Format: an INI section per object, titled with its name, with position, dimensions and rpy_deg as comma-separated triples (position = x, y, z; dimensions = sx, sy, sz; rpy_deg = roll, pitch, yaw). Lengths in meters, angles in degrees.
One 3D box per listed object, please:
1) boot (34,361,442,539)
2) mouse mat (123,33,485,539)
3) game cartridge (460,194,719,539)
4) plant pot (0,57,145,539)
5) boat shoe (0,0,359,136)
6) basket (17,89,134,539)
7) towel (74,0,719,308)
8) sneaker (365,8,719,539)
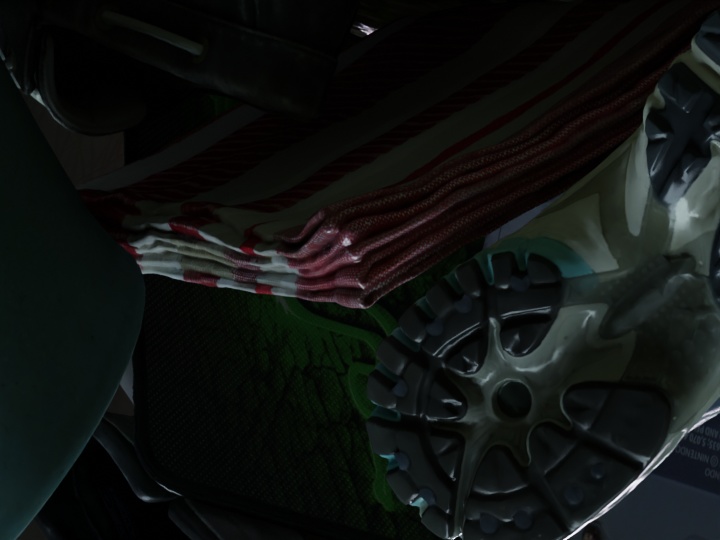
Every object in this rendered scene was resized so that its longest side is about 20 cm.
[boot]
position = -0.049, 0.049, 0.784
dimensions = 0.131, 0.070, 0.200
rpy_deg = 8, -159, -45
[mouse mat]
position = 0.000, 0.000, 0.791
dimensions = 0.160, 0.201, 0.008
rpy_deg = 18, 135, -27
[game cartridge]
position = 0.107, 0.044, 0.774
dimensions = 0.199, 0.134, 0.041
rpy_deg = 20, 163, -36
[plant pot]
position = -0.159, -0.010, 0.621
dimensions = 0.188, 0.200, 0.200
rpy_deg = 42, 165, -21
[boat shoe]
position = -0.072, -0.073, 0.708
dimensions = 0.072, 0.071, 0.200
rpy_deg = 19, 174, -34
[basket]
position = -0.113, 0.010, 0.998
dimensions = 0.179, 0.201, 0.136
rpy_deg = 16, 175, 6
[towel]
position = 0.008, -0.038, 0.673
dimensions = 0.144, 0.023, 0.200
rpy_deg = -30, -164, -23
[sneaker]
position = 0.089, -0.017, 0.566
dimensions = 0.200, 0.078, 0.086
rpy_deg = -33, 178, 30
